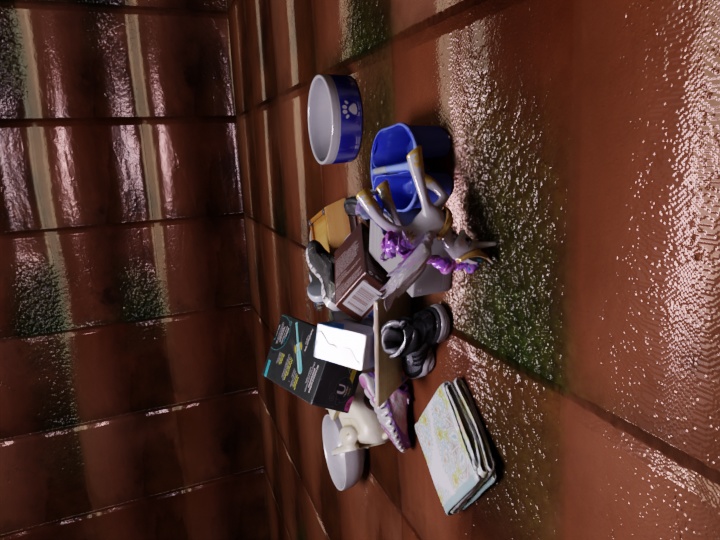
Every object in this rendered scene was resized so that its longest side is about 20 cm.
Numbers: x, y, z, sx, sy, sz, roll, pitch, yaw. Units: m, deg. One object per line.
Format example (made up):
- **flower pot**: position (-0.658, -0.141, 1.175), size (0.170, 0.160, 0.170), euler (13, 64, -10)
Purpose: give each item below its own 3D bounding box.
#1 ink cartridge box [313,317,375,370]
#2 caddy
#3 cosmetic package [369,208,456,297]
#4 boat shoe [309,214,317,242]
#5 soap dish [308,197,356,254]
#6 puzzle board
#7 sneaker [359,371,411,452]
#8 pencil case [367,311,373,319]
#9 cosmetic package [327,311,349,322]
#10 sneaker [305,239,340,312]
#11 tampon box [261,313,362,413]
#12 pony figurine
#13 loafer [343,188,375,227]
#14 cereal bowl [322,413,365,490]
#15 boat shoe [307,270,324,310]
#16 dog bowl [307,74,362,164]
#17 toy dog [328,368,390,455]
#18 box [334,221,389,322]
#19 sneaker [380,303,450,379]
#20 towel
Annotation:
- **ink cartridge box**: position (0.008, 0.139, 1.076), size (0.113, 0.198, 0.069), euler (9, 95, 29)
- **caddy**: position (0.075, -0.177, 0.935), size (0.199, 0.102, 0.147), euler (-166, 70, -68)
- **cosmetic package**: position (0.087, -0.046, 0.977), size (0.200, 0.087, 0.110), euler (-134, 41, -54)
- **boat shoe**: position (-0.108, -0.053, 1.519), size (0.059, 0.069, 0.207), euler (153, 111, -76)
- **soap dish**: position (-0.072, -0.085, 1.394), size (0.199, 0.079, 0.163), euler (161, 102, -70)
- **puzzle board**: position (0.062, 0.136, 1.039), size (0.017, 0.150, 0.207), euler (7, 106, 27)
- **sneaker**: position (0.074, 0.286, 1.132), size (0.080, 0.087, 0.205), euler (21, 137, 66)
- **pencil case**: position (0.003, 0.062, 1.235), size (0.079, 0.086, 0.199), euler (-57, 19, -10)
- **cosmetic package**: position (-0.038, 0.195, 1.380), size (0.104, 0.084, 0.205), euler (-119, 30, -47)
- **sneaker**: position (-0.068, -0.009, 1.245), size (0.091, 0.065, 0.203), euler (-53, 45, 33)
- **tampon box**: position (-0.103, 0.208, 1.222), size (0.197, 0.125, 0.154), euler (15, 82, 46)
- **pony figurine**: position (0.080, -0.047, 0.801), size (0.202, 0.191, 0.167), euler (54, -179, 6)
- **loafer**: position (0.015, -0.129, 1.167), size (0.199, 0.071, 0.075), euler (176, 83, -71)
- **cereal bowl**: position (-0.039, 0.488, 1.477), size (0.199, 0.081, 0.208), euler (173, 90, -70)
- **boat shoe**: position (-0.092, 0.065, 1.351), size (0.201, 0.068, 0.094), euler (-106, 5, -72)
- **dog bowl**: position (-0.064, -0.361, 1.292), size (0.199, 0.076, 0.208), euler (172, 90, -70)
- **toy dog**: position (-0.006, 0.312, 1.270), size (0.193, 0.136, 0.206), euler (-39, 60, 51)
- **box**: position (0.000, 0.000, 1.109), size (0.100, 0.074, 0.202), euler (-46, 26, 24)
- **sneaker**: position (0.085, 0.139, 0.993), size (0.203, 0.110, 0.077), euler (108, 146, -47)
- **towel**: position (0.162, 0.309, 0.940), size (0.203, 0.047, 0.175), euler (108, 151, -49)
